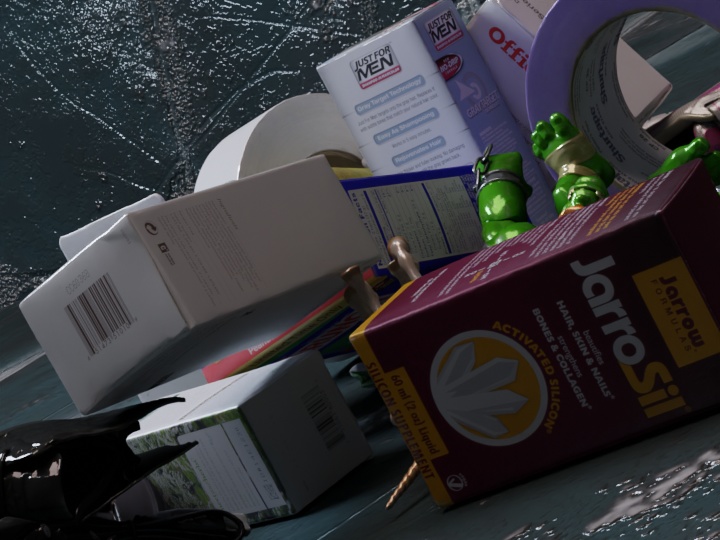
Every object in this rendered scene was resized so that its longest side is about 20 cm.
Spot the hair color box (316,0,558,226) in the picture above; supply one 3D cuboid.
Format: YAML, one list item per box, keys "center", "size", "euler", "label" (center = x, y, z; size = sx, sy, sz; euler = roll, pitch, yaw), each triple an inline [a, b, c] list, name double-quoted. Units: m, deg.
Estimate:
- center: [0.062, -0.085, 1.687]
  size: [0.099, 0.201, 0.061]
  euler: [-23, 9, 39]
  label: "hair color box"

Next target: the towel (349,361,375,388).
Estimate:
- center: [0.100, 0.025, 1.653]
  size: [0.200, 0.023, 0.152]
  euler: [-33, 8, -27]
  label: "towel"

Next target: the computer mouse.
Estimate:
- center: [-0.161, 0.143, 1.437]
  size: [0.138, 0.053, 0.200]
  euler: [0, 3, -23]
  label: "computer mouse"

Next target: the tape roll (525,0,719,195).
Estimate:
- center: [0.216, -0.121, 1.543]
  size: [0.200, 0.201, 0.085]
  euler: [-23, 10, 34]
  label: "tape roll"

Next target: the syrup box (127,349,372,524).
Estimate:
- center: [-0.094, 0.120, 1.504]
  size: [0.081, 0.079, 0.200]
  euler: [-35, 10, -40]
  label: "syrup box"

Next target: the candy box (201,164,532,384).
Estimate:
- center: [0.000, 0.000, 1.586]
  size: [0.169, 0.077, 0.200]
  euler: [-33, -15, 36]
  label: "candy box"

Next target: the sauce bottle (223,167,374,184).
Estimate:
- center: [-0.033, -0.045, 1.675]
  size: [0.065, 0.065, 0.200]
  euler: [-23, -13, 30]
  label: "sauce bottle"

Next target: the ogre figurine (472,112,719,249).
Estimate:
- center: [0.159, -0.030, 1.485]
  size: [0.098, 0.199, 0.120]
  euler: [100, -169, -47]
  label: "ogre figurine"

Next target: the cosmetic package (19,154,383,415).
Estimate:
- center: [-0.091, 0.006, 1.383]
  size: [0.113, 0.081, 0.200]
  euler: [-37, -11, 36]
  label: "cosmetic package"

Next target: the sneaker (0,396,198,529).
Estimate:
- center: [-0.199, 0.122, 1.324]
  size: [0.199, 0.060, 0.104]
  euler: [-23, 12, -33]
  label: "sneaker"

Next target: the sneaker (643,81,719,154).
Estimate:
- center: [0.279, -0.103, 1.693]
  size: [0.200, 0.081, 0.088]
  euler: [-34, 7, 20]
  label: "sneaker"

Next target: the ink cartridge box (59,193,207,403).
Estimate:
- center: [-0.117, 0.038, 1.660]
  size: [0.116, 0.201, 0.068]
  euler: [-21, 10, 38]
  label: "ink cartridge box"

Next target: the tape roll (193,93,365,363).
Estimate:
- center: [-0.030, -0.033, 1.797]
  size: [0.202, 0.203, 0.071]
  euler: [-35, 4, -41]
  label: "tape roll"

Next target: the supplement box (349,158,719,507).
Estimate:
- center: [0.111, 0.035, 1.235]
  size: [0.200, 0.111, 0.086]
  euler: [-24, 10, 30]
  label: "supplement box"

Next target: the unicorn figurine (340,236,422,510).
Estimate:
- center: [0.039, 0.053, 1.388]
  size: [0.074, 0.138, 0.200]
  euler: [-35, -9, 16]
  label: "unicorn figurine"

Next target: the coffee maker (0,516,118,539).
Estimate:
- center: [-0.243, 0.227, 1.254]
  size: [0.199, 0.135, 0.192]
  euler: [-24, -18, 19]
  label: "coffee maker"

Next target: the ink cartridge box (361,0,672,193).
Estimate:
- center: [0.116, -0.109, 1.738]
  size: [0.200, 0.146, 0.084]
  euler: [-50, -4, 41]
  label: "ink cartridge box"
